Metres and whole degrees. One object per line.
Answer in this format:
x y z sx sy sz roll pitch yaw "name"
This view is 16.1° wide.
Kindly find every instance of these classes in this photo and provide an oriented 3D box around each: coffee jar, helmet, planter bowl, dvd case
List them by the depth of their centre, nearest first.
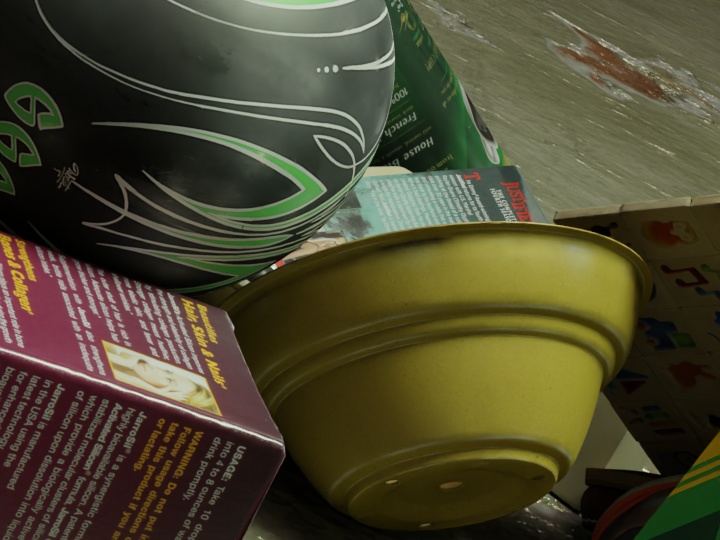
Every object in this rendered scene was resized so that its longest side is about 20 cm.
-0.081 -0.083 1.033 0.190 0.200 0.200 32 16 -11 "helmet"
0.034 0.058 1.086 0.200 0.200 0.084 13 58 -42 "planter bowl"
0.000 0.000 1.213 0.199 0.022 0.146 -7 33 -13 "dvd case"
0.021 -0.078 1.401 0.200 0.085 0.104 56 9 -18 "coffee jar"

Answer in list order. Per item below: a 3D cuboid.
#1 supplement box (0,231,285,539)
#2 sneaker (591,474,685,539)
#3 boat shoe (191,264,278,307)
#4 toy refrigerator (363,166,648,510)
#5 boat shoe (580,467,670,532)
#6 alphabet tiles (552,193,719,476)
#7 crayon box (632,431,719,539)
-0.140 0.043 0.925 0.199 0.086 0.110 21 19 -25 "supplement box"
0.180 0.109 1.108 0.077 0.200 0.082 50 29 -4 "sneaker"
-0.094 -0.029 1.160 0.199 0.057 0.067 25 -22 35 "boat shoe"
0.066 0.031 1.303 0.200 0.076 0.070 36 19 22 "toy refrigerator"
0.196 0.142 1.197 0.199 0.071 0.070 13 -3 15 "boat shoe"
0.170 0.033 1.133 0.166 0.008 0.200 -5 -41 34 "alphabet tiles"
0.202 0.132 1.061 0.199 0.173 0.058 14 32 -39 "crayon box"
